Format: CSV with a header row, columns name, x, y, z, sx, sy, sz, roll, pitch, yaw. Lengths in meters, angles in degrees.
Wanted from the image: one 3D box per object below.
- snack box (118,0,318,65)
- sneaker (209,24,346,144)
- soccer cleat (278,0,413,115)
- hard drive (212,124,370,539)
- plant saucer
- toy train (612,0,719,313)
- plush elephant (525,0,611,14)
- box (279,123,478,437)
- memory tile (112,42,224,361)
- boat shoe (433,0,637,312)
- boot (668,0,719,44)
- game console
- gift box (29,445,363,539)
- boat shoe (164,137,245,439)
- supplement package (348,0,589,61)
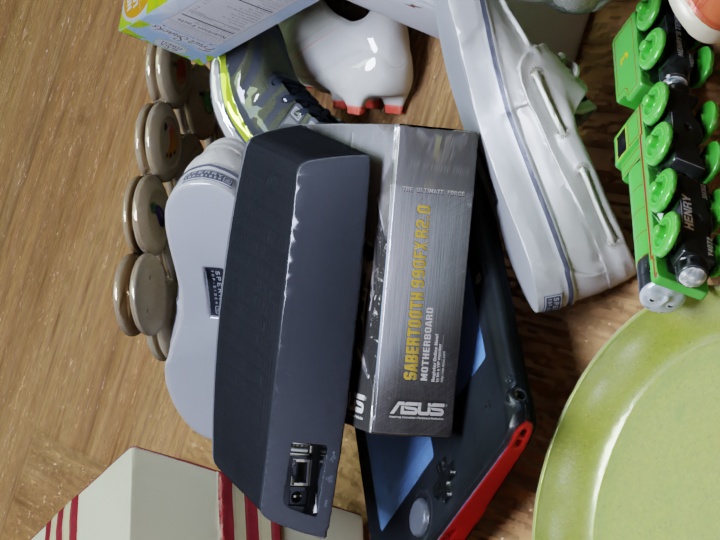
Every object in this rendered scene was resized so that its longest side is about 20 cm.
name,x,y,z,sx,sy,sz,roll,pitch,yaw
snack box,-0.053,-0.230,1.295,0.200,0.067,0.170,-23,54,51
sneaker,-0.026,-0.074,1.366,0.081,0.074,0.201,-28,80,32
soccer cleat,-0.030,-0.150,1.442,0.200,0.069,0.078,19,109,53
hard drive,-0.040,0.028,1.193,0.135,0.042,0.201,-148,63,-68
plant saucer,0.152,0.107,1.043,0.200,0.031,0.201,-34,47,47
toy train,0.149,-0.060,1.105,0.201,0.042,0.056,-87,23,-43
plush elephant,0.096,-0.214,1.083,0.155,0.200,0.165,-31,91,28
box,0.000,0.000,1.223,0.200,0.048,0.159,-168,82,-70
memory tile,-0.110,-0.038,1.413,0.017,0.153,0.201,-1,69,18
boat shoe,0.089,-0.081,1.158,0.072,0.065,0.201,93,160,-75
boot,0.180,-0.211,1.134,0.107,0.075,0.201,-46,40,45
game console,0.038,0.054,1.217,0.177,0.031,0.201,116,153,-46
gift box,-0.099,0.222,1.245,0.200,0.184,0.188,-47,36,46
boat shoe,-0.080,0.011,1.349,0.070,0.071,0.201,-68,-20,-51
supplement package,0.077,-0.231,1.266,0.117,0.117,0.201,19,90,60
